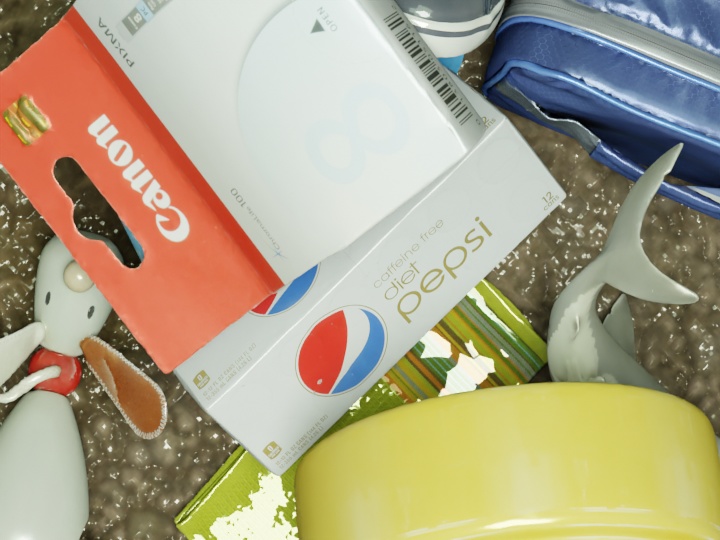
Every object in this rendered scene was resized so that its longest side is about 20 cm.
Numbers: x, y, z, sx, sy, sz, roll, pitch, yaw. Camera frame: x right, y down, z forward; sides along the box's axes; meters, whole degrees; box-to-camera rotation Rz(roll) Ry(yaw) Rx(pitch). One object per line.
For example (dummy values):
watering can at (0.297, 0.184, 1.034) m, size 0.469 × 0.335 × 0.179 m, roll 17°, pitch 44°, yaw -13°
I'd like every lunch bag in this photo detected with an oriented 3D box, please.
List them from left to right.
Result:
lunch bag at (0.164, -0.100, 1.009) m, size 0.198 × 0.136 × 0.133 m, roll 22°, pitch 88°, yaw -3°

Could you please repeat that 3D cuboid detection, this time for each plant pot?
plant pot at (0.074, 0.172, 0.941) m, size 0.199 × 0.201 × 0.191 m, roll -4°, pitch 67°, yaw -3°

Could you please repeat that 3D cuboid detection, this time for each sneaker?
sneaker at (0.045, -0.174, 0.971) m, size 0.078 × 0.201 × 0.080 m, roll 18°, pitch 125°, yaw 3°

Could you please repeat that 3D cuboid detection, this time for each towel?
towel at (0.002, 0.083, 1.057) m, size 0.086 × 0.018 × 0.200 m, roll 43°, pitch 88°, yaw 0°

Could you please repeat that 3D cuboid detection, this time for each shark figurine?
shark figurine at (0.127, 0.034, 1.024) m, size 0.127 × 0.215 × 0.090 m, roll -1°, pitch 47°, yaw 25°

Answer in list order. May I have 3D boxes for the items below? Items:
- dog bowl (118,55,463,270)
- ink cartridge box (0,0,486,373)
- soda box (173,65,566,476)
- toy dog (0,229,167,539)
dog bowl at (-0.037, -0.070, 1.013) m, size 0.200 × 0.111 × 0.050 m, roll -44°, pitch 65°, yaw 1°
ink cartridge box at (-0.069, -0.064, 0.913) m, size 0.199 × 0.047 × 0.161 m, roll -37°, pitch 94°, yaw 21°
soda box at (0.000, 0.000, 1.019) m, size 0.200 × 0.064 × 0.068 m, roll -45°, pitch 132°, yaw -1°
toy dog at (-0.158, 0.084, 1.008) m, size 0.131 × 0.096 × 0.202 m, roll -9°, pitch 90°, yaw -9°
